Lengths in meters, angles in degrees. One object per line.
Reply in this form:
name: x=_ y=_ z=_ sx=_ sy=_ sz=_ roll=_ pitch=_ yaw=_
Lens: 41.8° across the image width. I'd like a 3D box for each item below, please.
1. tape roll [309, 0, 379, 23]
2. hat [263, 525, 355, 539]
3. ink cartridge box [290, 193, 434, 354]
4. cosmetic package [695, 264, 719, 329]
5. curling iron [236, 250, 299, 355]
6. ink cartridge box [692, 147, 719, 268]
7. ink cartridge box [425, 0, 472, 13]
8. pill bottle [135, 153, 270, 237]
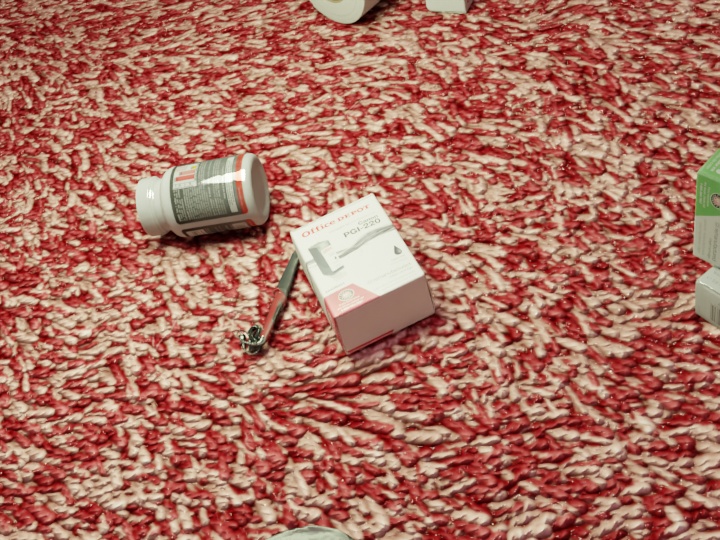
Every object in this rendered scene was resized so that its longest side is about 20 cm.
tape roll: x=-0.024 y=-0.611 z=1.853 sx=0.201 sy=0.204 sz=0.139 roll=27 pitch=59 yaw=36
hat: x=-0.069 y=0.382 z=1.024 sx=0.197 sy=0.082 sz=0.203 roll=-3 pitch=47 yaw=3
ink cartridge box: x=0.000 y=0.000 z=1.355 sx=0.144 sy=0.086 sz=0.201 roll=-25 pitch=43 yaw=-6
cosmetic package: x=0.526 y=0.002 z=1.186 sx=0.199 sy=0.075 sz=0.101 roll=-38 pitch=49 yaw=-16
curling iron: x=-0.129 y=0.041 z=1.399 sx=0.049 sy=0.026 sz=0.202 roll=8 pitch=51 yaw=21
ink cartridge box: x=0.495 y=-0.050 z=1.092 sx=0.087 sy=0.146 sz=0.199 roll=-42 pitch=51 yaw=-21
ink cartridge box: x=0.191 y=-0.616 z=1.827 sx=0.082 sy=0.146 sz=0.202 roll=10 pitch=52 yaw=24
pill bottle: x=-0.254 y=-0.118 z=1.526 sx=0.196 sy=0.117 sz=0.117 roll=-8 pitch=46 yaw=10
